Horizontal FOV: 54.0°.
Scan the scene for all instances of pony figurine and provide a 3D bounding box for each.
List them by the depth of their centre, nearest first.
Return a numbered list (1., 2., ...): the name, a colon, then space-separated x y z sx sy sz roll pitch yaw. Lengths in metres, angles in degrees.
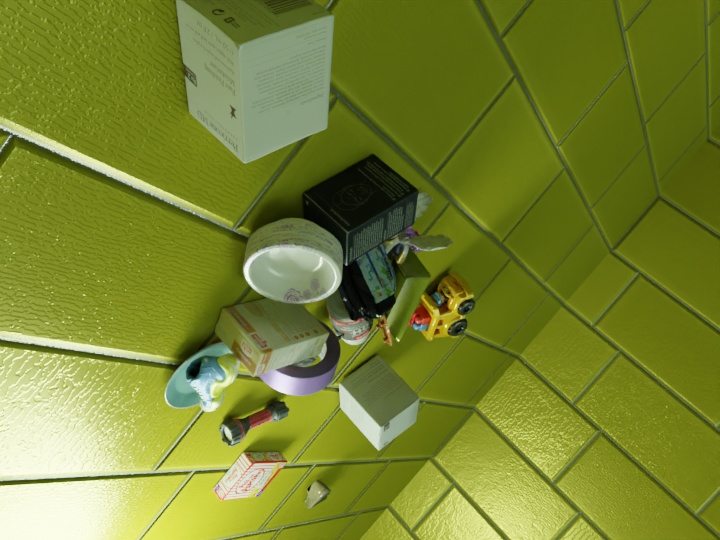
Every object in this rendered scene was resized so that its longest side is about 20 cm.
1. pony figurine: 0.105 -0.085 1.739 0.192 0.167 0.200 -17 156 -31

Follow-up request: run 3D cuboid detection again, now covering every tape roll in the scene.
1. tape roll: -0.150 0.196 1.667 0.200 0.200 0.066 -23 144 -37

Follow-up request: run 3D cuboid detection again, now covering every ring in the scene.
1. ring: 0.040 0.101 1.822 0.019 0.201 0.201 -19 148 -4

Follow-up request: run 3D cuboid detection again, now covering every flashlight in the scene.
1. flashlight: -0.281 0.406 1.900 0.200 0.068 0.068 -17 145 -41

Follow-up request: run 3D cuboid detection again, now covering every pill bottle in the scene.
1. pill bottle: -0.024 0.118 1.829 0.111 0.111 0.200 -39 155 -14

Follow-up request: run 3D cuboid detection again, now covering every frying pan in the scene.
1. frying pan: -0.126 0.221 1.842 0.189 0.031 0.115 -16 159 -3

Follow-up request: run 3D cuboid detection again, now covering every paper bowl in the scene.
1. paper bowl: -0.135 -0.028 1.445 0.200 0.105 0.201 1 141 1

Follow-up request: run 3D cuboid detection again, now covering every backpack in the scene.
1. backpack: 0.000 0.000 1.645 0.154 0.200 0.163 -41 -168 -24

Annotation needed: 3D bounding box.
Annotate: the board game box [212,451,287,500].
1. board game box: -0.329 0.615 2.123 0.152 0.046 0.200 -51 152 8

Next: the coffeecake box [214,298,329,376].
1. coffeecake box: -0.197 0.138 1.578 0.200 0.153 0.073 -12 137 -46

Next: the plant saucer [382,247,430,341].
1. plant saucer: 0.095 0.052 1.856 0.048 0.200 0.200 17 110 -21

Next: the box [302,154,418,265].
1. box: 0.000 -0.132 1.508 0.200 0.148 0.107 -32 148 -25

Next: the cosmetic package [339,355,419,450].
1. cosmetic package: 0.057 0.414 2.216 0.165 0.200 0.165 -33 150 -23

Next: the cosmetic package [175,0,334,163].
1. cosmetic package: -0.155 -0.305 1.055 0.165 0.165 0.200 -29 146 -29

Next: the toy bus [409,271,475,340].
1. toy bus: 0.235 0.118 2.196 0.191 0.136 0.201 -8 134 -27

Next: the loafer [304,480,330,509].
1. loafer: -0.162 0.820 2.601 0.076 0.068 0.200 -21 159 -33

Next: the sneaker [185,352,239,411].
1. sneaker: -0.346 0.242 1.566 0.105 0.076 0.200 13 132 -25

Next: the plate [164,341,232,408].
1. plate: -0.362 0.233 1.611 0.200 0.026 0.201 -33 149 -23
